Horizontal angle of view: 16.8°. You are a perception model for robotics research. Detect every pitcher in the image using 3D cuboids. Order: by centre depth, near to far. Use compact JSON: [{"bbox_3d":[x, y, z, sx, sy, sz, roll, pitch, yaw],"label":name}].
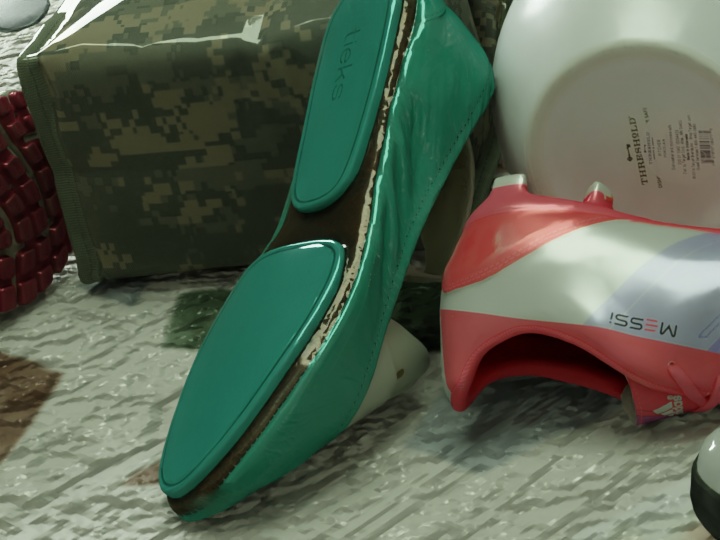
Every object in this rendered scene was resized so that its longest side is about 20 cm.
[{"bbox_3d":[0.108,-0.103,0.871,0.120,0.173,0.200,-8,24,18],"label":"pitcher"}]

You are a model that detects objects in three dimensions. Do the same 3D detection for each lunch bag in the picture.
[{"bbox_3d":[-0.025,-0.090,0.967,0.163,0.118,0.200,-5,31,15],"label":"lunch bag"}]

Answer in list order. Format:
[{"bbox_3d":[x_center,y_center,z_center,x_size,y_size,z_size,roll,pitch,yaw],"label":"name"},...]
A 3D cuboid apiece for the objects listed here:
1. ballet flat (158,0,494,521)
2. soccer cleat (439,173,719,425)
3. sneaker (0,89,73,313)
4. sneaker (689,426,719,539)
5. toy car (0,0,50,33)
[{"bbox_3d":[0.000,0.000,0.798,0.067,0.070,0.201,-9,54,54],"label":"ballet flat"},{"bbox_3d":[0.121,0.018,0.761,0.199,0.067,0.077,6,68,16],"label":"soccer cleat"},{"bbox_3d":[-0.180,-0.010,0.909,0.074,0.081,0.200,6,31,37],"label":"sneaker"},{"bbox_3d":[0.184,0.011,0.665,0.199,0.116,0.076,-10,25,4],"label":"sneaker"},{"bbox_3d":[-0.247,-0.139,1.147,0.164,0.159,0.199,-32,44,-33],"label":"toy car"}]
